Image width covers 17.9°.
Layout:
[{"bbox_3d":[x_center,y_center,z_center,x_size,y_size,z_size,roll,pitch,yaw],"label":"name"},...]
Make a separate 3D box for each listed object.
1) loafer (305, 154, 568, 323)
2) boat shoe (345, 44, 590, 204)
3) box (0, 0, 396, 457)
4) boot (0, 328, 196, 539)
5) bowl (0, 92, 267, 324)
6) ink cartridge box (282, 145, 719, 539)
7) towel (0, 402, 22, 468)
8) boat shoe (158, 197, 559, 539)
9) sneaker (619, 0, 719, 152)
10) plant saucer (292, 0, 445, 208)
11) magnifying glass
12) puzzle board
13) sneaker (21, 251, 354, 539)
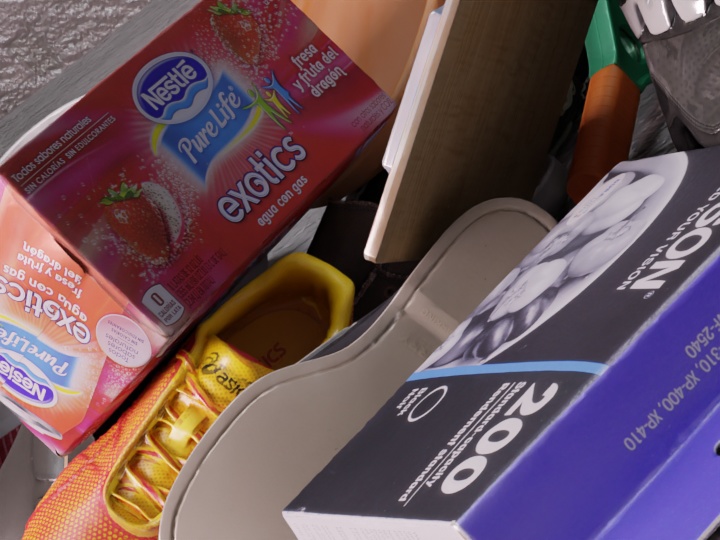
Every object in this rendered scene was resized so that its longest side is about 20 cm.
[{"bbox_3d":[0.000,0.000,1.011,0.200,0.071,0.073,-42,14,-12],"label":"loafer"},{"bbox_3d":[0.076,-0.081,1.092,0.200,0.071,0.064,-50,15,-10],"label":"boat shoe"},{"bbox_3d":[-0.084,-0.029,0.953,0.100,0.095,0.200,-46,1,43],"label":"box"},{"bbox_3d":[-0.142,0.079,1.008,0.138,0.077,0.201,-35,39,32],"label":"boot"},{"bbox_3d":[-0.117,0.014,1.157,0.200,0.090,0.203,-19,55,30],"label":"bowl"},{"bbox_3d":[0.085,0.030,0.752,0.198,0.043,0.200,-44,15,-21],"label":"ink cartridge box"},{"bbox_3d":[-0.162,0.071,1.086,0.144,0.023,0.201,-35,49,17],"label":"towel"},{"bbox_3d":[0.004,0.056,0.871,0.200,0.073,0.063,-43,-11,-18],"label":"boat shoe"},{"bbox_3d":[0.161,-0.077,0.811,0.066,0.091,0.200,-12,1,-21],"label":"sneaker"},{"bbox_3d":[0.000,-0.125,1.088,0.200,0.037,0.202,-34,49,51],"label":"plant saucer"},{"bbox_3d":[0.117,-0.095,1.029,0.022,0.080,0.201,-30,27,32],"label":"magnifying glass"},{"bbox_3d":[0.060,-0.102,0.905,0.150,0.017,0.202,-5,-66,-66],"label":"puzzle board"},{"bbox_3d":[-0.073,0.066,0.892,0.200,0.073,0.077,-54,-13,-33],"label":"sneaker"}]
